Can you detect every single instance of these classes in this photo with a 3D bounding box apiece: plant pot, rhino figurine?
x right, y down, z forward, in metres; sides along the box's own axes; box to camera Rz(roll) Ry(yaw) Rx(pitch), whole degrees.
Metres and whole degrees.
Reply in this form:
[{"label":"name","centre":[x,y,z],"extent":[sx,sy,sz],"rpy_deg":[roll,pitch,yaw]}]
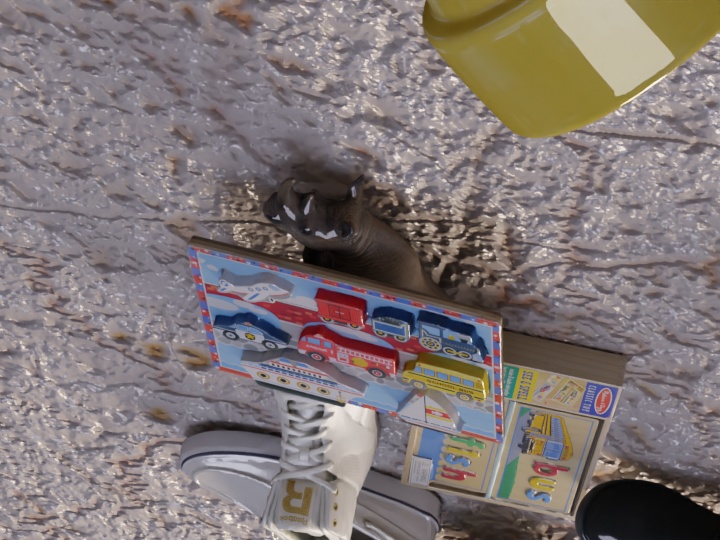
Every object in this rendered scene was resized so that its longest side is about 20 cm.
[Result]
[{"label":"plant pot","centre":[0.077,-0.193,1.108],"extent":[0.189,0.201,0.200],"rpy_deg":[44,139,-18]},{"label":"rhino figurine","centre":[0.000,0.000,1.551],"extent":[0.087,0.060,0.200],"rpy_deg":[-1,144,29]}]

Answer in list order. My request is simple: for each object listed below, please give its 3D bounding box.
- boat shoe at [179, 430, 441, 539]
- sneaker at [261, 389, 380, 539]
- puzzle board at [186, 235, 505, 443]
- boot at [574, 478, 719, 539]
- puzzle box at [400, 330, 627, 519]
[{"label":"boat shoe","centre":[-0.040,0.174,1.833],"extent":[0.199,0.066,0.072],"rpy_deg":[20,148,-11]},{"label":"sneaker","centre":[-0.029,0.117,1.694],"extent":[0.073,0.116,0.200],"rpy_deg":[5,146,15]},{"label":"puzzle board","centre":[-0.007,0.048,1.558],"extent":[0.199,0.017,0.151],"rpy_deg":[15,149,13]},{"label":"boot","centre":[0.254,0.188,1.677],"extent":[0.164,0.066,0.200],"rpy_deg":[19,173,-17]},{"label":"puzzle box","centre":[0.101,0.104,1.710],"extent":[0.132,0.026,0.200],"rpy_deg":[11,148,2]}]
